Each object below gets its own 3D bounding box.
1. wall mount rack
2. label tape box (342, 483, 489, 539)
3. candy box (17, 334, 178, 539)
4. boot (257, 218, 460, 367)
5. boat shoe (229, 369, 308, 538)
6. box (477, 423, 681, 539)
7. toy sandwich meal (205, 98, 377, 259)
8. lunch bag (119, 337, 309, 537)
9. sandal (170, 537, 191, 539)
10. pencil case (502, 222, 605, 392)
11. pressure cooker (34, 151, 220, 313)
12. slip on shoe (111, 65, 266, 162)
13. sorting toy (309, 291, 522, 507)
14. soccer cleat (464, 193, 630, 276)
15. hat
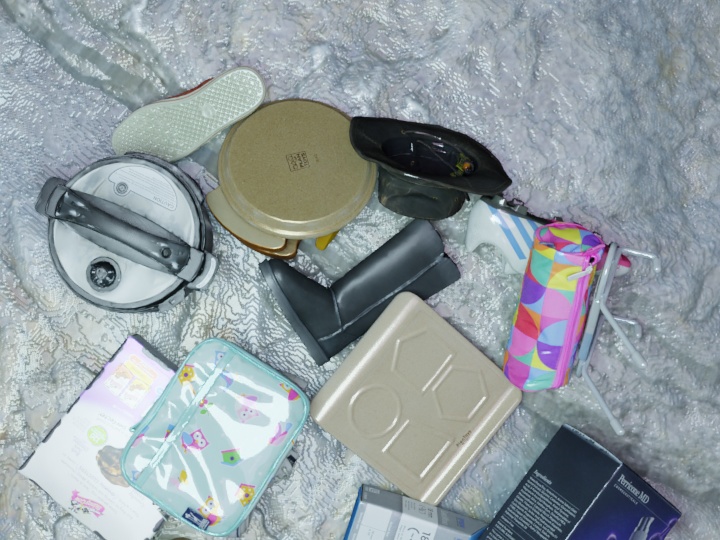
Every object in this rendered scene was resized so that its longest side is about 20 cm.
[{"bbox_3d":[0.287,0.075,1.352,0.074,0.200,0.174,15,47,12],"label":"wall mount rack"},{"bbox_3d":[0.073,0.349,1.395,0.199,0.063,0.145,17,98,-2],"label":"label tape box"},{"bbox_3d":[-0.261,0.202,1.387,0.168,0.072,0.200,40,86,-2],"label":"candy box"},{"bbox_3d":[0.000,0.001,1.383,0.200,0.066,0.165,-31,132,0],"label":"boot"},{"bbox_3d":[-0.106,0.216,1.400,0.070,0.071,0.201,15,81,0],"label":"boat shoe"},{"bbox_3d":[0.241,0.301,1.367,0.148,0.104,0.200,38,87,-37],"label":"box"},{"bbox_3d":[-0.077,-0.106,1.407,0.204,0.070,0.206,2,65,-4],"label":"toy sandwich meal"},{"bbox_3d":[-0.163,0.182,1.320,0.160,0.077,0.200,34,85,-3],"label":"lunch bag"},{"bbox_3d":[-0.141,0.381,1.389,0.211,0.070,0.078,30,87,-2],"label":"sandal"},{"bbox_3d":[0.219,0.043,1.375,0.088,0.088,0.201,7,119,-3],"label":"pencil case"},{"bbox_3d":[-0.250,-0.036,1.331,0.175,0.200,0.179,-17,89,-3],"label":"pressure cooker"},{"bbox_3d":[-0.198,-0.180,1.411,0.199,0.061,0.074,-27,103,9],"label":"slip on shoe"},{"bbox_3d":[0.064,0.151,1.409,0.200,0.036,0.185,41,86,-17],"label":"sorting toy"},{"bbox_3d":[0.217,-0.023,1.431,0.199,0.070,0.087,23,104,-1],"label":"soccer cleat"},{"bbox_3d":[0.068,-0.106,1.381,0.200,0.201,0.081,20,117,-3],"label":"hat"}]
